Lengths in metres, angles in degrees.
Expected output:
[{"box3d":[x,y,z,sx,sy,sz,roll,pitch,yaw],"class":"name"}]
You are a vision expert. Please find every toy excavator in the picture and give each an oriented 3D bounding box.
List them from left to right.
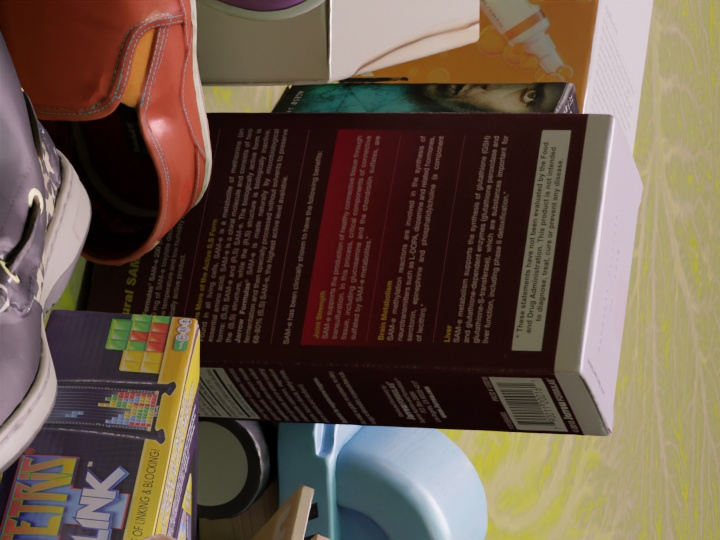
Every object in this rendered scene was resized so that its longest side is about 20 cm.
[{"box3d":[0.028,0.133,1.168,0.100,0.198,0.196,-33,122,-68],"class":"toy excavator"}]

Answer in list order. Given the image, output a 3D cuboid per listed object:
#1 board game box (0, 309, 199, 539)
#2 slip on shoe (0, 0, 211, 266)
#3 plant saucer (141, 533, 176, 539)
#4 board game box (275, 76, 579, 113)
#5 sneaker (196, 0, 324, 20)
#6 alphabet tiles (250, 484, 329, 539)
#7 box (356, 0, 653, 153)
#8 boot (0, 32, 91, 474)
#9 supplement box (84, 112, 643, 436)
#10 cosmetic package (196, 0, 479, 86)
[{"box3d":[-0.091,0.134,0.933,0.200,0.056,0.166,-83,176,-60],"class":"board game box"},{"box3d":[-0.096,-0.082,0.998,0.201,0.074,0.061,79,25,-44],"class":"slip on shoe"},{"box3d":[-0.062,0.176,0.796,0.200,0.035,0.202,12,90,-77],"class":"plant saucer"},{"box3d":[0.006,-0.021,1.198,0.200,0.134,0.028,-63,148,-53],"class":"board game box"},{"box3d":[-0.090,-0.152,0.902,0.075,0.200,0.100,-50,-169,15],"class":"sneaker"},{"box3d":[-0.060,0.175,1.030,0.200,0.008,0.168,130,-22,-55],"class":"alphabet tiles"},{"box3d":[0.070,-0.110,1.397,0.098,0.123,0.201,58,37,-58],"class":"box"},{"box3d":[-0.141,-0.034,0.820,0.204,0.073,0.155,-81,155,-60],"class":"boot"},{"box3d":[0.000,0.000,1.079,0.061,0.198,0.110,59,37,-59],"class":"supplement box"},{"box3d":[-0.026,-0.119,1.147,0.200,0.103,0.074,-27,117,-68],"class":"cosmetic package"}]
